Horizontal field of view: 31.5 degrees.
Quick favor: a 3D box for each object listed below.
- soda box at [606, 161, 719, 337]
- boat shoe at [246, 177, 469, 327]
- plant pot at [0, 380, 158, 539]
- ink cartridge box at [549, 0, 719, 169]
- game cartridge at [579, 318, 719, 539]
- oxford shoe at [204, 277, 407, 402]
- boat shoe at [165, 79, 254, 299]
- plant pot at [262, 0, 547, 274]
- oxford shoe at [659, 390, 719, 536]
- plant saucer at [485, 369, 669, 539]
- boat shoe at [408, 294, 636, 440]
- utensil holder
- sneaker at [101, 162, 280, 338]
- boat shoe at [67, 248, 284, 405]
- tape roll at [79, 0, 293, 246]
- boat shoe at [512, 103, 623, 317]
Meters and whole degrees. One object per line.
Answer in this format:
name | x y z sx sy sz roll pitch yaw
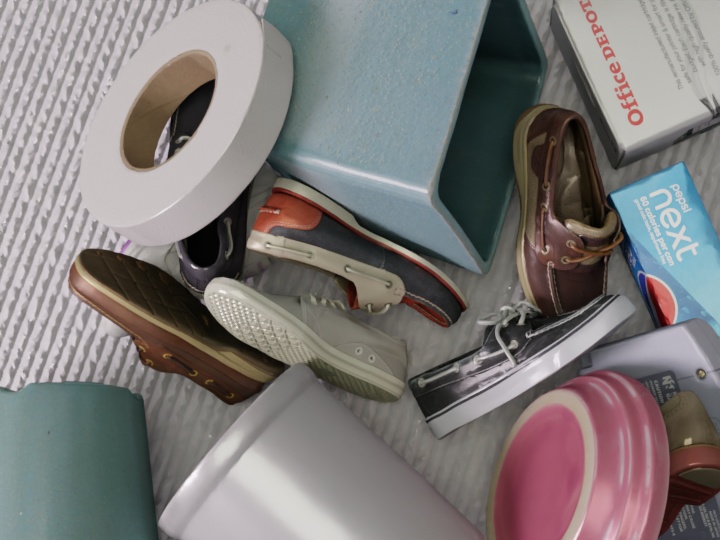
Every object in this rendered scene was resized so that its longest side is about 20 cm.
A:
soda box | 0.269 0.019 1.039 0.068 0.064 0.201 -23 81 2
boat shoe | 0.000 0.000 1.033 0.200 0.071 0.063 31 75 -23
plant pot | -0.245 0.197 1.010 0.199 0.200 0.197 -5 75 5
ink cartridge box | 0.273 -0.192 1.053 0.199 0.084 0.147 -23 82 2
game cartridge | 0.254 0.144 0.996 0.133 0.041 0.201 -21 84 43
oxford shoe | -0.040 0.046 1.029 0.200 0.075 0.058 29 68 -30
boat shoe | -0.121 -0.080 1.025 0.072 0.063 0.201 -3 75 1
plant pot | 0.016 -0.133 1.017 0.199 0.196 0.197 13 78 22
oxford shoe | 0.211 0.162 0.990 0.070 0.200 0.075 15 52 -25
plant saucer | 0.153 0.169 0.964 0.051 0.200 0.202 20 85 -19
boat shoe | 0.124 0.061 1.023 0.199 0.074 0.068 -35 82 31
utensil holder | -0.028 0.201 0.996 0.200 0.170 0.170 41 88 5
sneaker | -0.136 -0.012 1.074 0.100 0.075 0.200 41 88 10
boat shoe | -0.155 0.053 1.033 0.200 0.072 0.068 32 112 -30
tape roll | -0.136 -0.115 0.979 0.202 0.037 0.204 -24 49 31
boat shoe | 0.170 -0.032 1.021 0.072 0.072 0.201 -13 104 -22
